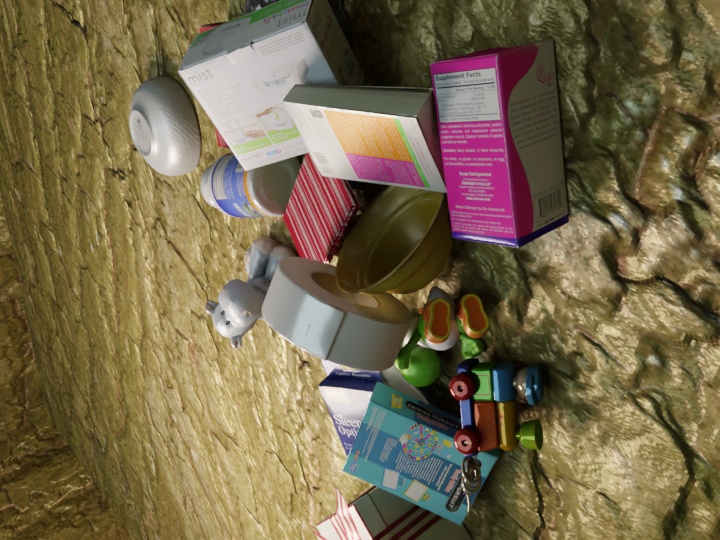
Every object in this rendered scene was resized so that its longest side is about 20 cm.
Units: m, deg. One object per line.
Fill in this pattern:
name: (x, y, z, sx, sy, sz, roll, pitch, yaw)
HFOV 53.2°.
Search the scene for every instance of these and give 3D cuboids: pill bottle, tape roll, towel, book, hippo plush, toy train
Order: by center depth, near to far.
book: (0.011, -0.159, 0.882, 0.197, 0.048, 0.134, 13, 148, 33)
toy train: (0.188, 0.220, 0.945, 0.114, 0.084, 0.205, -4, 93, 28)
tape roll: (-0.031, 0.056, 0.971, 0.201, 0.201, 0.072, 34, 106, 36)
towel: (-0.062, -0.087, 1.065, 0.146, 0.022, 0.201, 63, 147, 26)
pill bottle: (-0.192, -0.147, 1.228, 0.198, 0.111, 0.114, 4, 112, 51)
hippo plush: (-0.205, 0.041, 1.304, 0.161, 0.159, 0.200, 55, 142, 14)

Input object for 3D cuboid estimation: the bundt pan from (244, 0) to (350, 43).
bundt pan: (-0.104, -0.338, 1.047, 0.200, 0.075, 0.205, 29, 130, 40)

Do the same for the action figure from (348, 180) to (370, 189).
action figure: (-0.019, -0.122, 1.060, 0.052, 0.066, 0.199, 45, 152, -9)

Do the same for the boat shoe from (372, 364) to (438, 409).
boat shoe: (0.075, 0.176, 1.105, 0.201, 0.062, 0.075, 53, 134, 5)

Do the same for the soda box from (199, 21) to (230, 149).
soda box: (-0.213, -0.310, 1.209, 0.069, 0.063, 0.204, 19, 123, 45)

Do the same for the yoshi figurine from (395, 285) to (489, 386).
yoshi figurine: (0.103, 0.106, 0.997, 0.112, 0.112, 0.200, 40, 157, 1)

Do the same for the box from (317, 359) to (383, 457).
box: (0.004, 0.234, 1.138, 0.120, 0.032, 0.203, -2, 115, 41)

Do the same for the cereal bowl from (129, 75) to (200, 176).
cereal bowl: (-0.408, -0.284, 1.450, 0.199, 0.082, 0.204, 29, 131, 40)

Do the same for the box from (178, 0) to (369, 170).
box: (-0.109, -0.248, 0.960, 0.197, 0.098, 0.178, -12, 133, 25)

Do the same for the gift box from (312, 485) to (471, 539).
gift box: (0.035, 0.431, 1.192, 0.201, 0.185, 0.185, 53, 141, 15)

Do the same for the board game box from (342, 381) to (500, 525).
board game box: (0.087, 0.272, 1.064, 0.197, 0.047, 0.153, 23, 122, 5)

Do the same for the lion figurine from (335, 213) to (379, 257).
lion figurine: (0.000, 0.000, 1.116, 0.121, 0.072, 0.203, 9, 130, 38)

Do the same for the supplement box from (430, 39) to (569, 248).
supplement box: (0.157, -0.142, 0.802, 0.102, 0.100, 0.204, 12, 117, 48)

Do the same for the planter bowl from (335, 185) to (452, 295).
planter bowl: (0.062, -0.032, 0.959, 0.083, 0.203, 0.199, 37, 152, -25)
